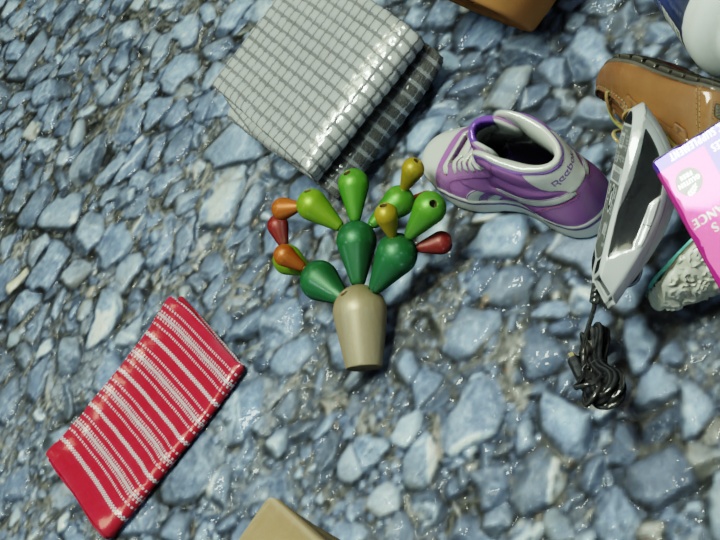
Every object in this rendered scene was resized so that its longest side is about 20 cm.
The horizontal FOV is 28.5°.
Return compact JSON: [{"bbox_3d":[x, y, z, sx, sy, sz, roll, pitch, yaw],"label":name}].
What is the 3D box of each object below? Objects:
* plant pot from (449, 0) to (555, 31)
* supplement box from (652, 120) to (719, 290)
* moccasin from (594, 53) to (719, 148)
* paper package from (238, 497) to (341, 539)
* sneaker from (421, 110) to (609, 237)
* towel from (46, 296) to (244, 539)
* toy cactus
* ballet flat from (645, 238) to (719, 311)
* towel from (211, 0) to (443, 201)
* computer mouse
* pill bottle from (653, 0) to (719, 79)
[{"bbox_3d":[0.111,-0.294,1.198,0.199,0.198,0.142,32,101,48],"label":"plant pot"},{"bbox_3d":[0.274,0.001,0.856,0.101,0.103,0.202,-32,71,20],"label":"supplement box"},{"bbox_3d":[0.222,-0.110,1.031,0.201,0.073,0.079,-136,58,-64],"label":"moccasin"},{"bbox_3d":[-0.044,0.297,0.990,0.201,0.103,0.190,-54,43,-3],"label":"paper package"},{"bbox_3d":[0.103,-0.096,1.117,0.199,0.114,0.073,18,76,48],"label":"sneaker"},{"bbox_3d":[-0.200,0.131,1.301,0.201,0.022,0.144,-51,43,2],"label":"towel"},{"bbox_3d":[0.000,0.000,1.177,0.198,0.102,0.168,-12,74,33],"label":"toy cactus"},{"bbox_3d":[0.278,-0.039,0.961,0.201,0.072,0.072,-50,42,6],"label":"ballet flat"},{"bbox_3d":[-0.032,-0.174,1.315,0.166,0.085,0.200,-52,43,2],"label":"towel"},{"bbox_3d":[0.183,-0.011,0.963,0.043,0.110,0.203,12,100,3],"label":"computer mouse"},{"bbox_3d":[0.274,-0.211,1.041,0.110,0.111,0.201,-36,45,17],"label":"pill bottle"}]
